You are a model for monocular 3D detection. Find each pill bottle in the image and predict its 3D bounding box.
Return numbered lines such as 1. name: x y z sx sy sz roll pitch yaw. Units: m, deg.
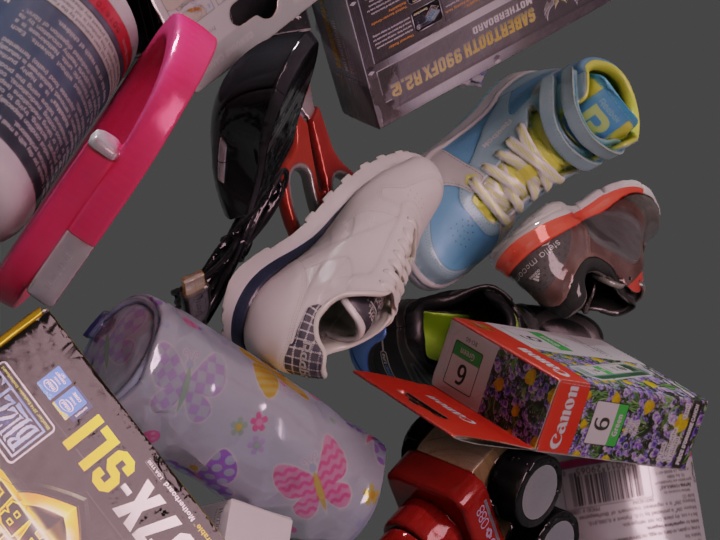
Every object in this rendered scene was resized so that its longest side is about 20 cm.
1. pill bottle: -0.219 -0.084 1.547 0.120 0.119 0.201 44 55 -23
2. pill bottle: 0.174 0.208 1.803 0.113 0.113 0.201 -4 82 -40

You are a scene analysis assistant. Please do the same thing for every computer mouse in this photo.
1. computer mouse: -0.080 -0.054 1.634 0.046 0.200 0.141 26 61 6

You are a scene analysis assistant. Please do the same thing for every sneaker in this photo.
1. sneaker: 0.108 -0.072 1.806 0.080 0.130 0.200 49 55 -20
2. sneaker: 0.000 0.000 1.715 0.200 0.080 0.077 -44 142 -36
3. sneaker: 0.086 0.050 1.789 0.199 0.082 0.071 5 75 -39
4. sneaker: 0.155 -0.002 1.833 0.082 0.077 0.200 53 30 12

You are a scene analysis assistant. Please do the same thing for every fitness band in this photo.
1. fitness band: -0.147 -0.058 1.554 0.037 0.200 0.144 33 30 -10

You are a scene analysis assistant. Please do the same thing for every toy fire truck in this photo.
1. toy fire truck: 0.053 0.215 1.670 0.200 0.128 0.177 -46 136 -28

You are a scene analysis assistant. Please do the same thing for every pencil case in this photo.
1. pencil case: -0.078 0.096 1.642 0.200 0.083 0.091 33 97 -29

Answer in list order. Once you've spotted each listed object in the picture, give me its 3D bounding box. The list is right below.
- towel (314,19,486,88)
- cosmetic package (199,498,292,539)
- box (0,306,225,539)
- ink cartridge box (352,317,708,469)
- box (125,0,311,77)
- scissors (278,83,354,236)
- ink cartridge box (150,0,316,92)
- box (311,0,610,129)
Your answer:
1. towel: 0.057 -0.229 1.815 0.146 0.024 0.201 15 99 -38
2. cosmetic package: -0.095 0.238 1.596 0.050 0.082 0.201 23 65 -33
3. box: -0.178 0.147 1.520 0.159 0.049 0.200 -38 93 -22
4. ink cartridge box: 0.105 0.072 1.689 0.199 0.109 0.051 10 103 -40
5. box: -0.127 -0.226 1.685 0.141 0.079 0.201 -12 87 -37
6. scissors: -0.041 -0.106 1.768 0.073 0.014 0.201 -19 93 -39
7. ink cartridge box: -0.106 -0.226 1.632 0.160 0.047 0.201 -41 112 -38
8. box: 0.060 -0.207 1.780 0.199 0.048 0.159 -30 123 -22
